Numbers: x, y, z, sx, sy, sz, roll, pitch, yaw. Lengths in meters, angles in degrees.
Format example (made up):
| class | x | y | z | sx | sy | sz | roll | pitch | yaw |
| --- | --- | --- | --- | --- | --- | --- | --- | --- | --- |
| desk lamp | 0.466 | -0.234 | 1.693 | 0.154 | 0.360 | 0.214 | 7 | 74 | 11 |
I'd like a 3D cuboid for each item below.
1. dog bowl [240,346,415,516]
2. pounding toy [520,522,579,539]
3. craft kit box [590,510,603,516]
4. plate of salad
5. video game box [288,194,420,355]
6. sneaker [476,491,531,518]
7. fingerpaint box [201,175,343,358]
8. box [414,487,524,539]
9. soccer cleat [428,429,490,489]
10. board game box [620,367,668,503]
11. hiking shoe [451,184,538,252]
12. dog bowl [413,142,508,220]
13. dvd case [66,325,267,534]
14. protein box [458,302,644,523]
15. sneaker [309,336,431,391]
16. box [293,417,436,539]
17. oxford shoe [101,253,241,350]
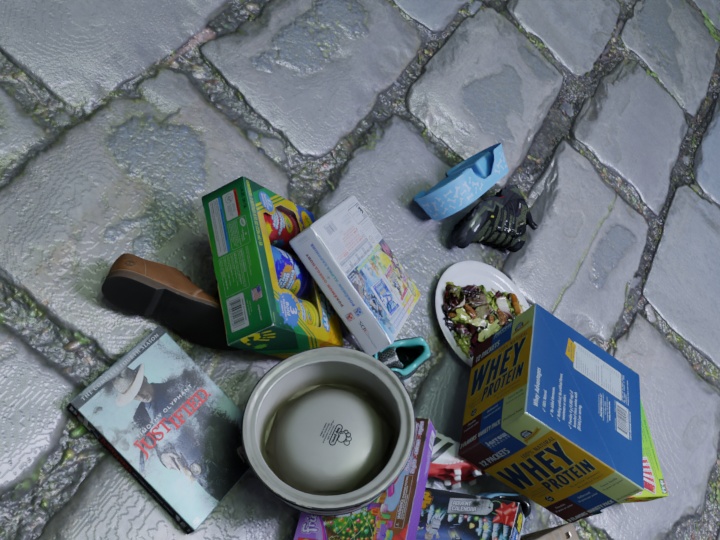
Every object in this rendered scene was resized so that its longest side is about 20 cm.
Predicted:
| class | x | y | z | sx | sy | sz | roll | pitch | yaw |
| --- | --- | --- | --- | --- | --- | --- | --- | --- | --- |
| dog bowl | -0.036 | 0.193 | 0.922 | 0.199 | 0.074 | 0.201 | 0 | 54 | 0 |
| pounding toy | 0.240 | 0.418 | 0.966 | 0.142 | 0.200 | 0.185 | -8 | 70 | -36 |
| craft kit box | 0.327 | 0.239 | 1.227 | 0.200 | 0.048 | 0.198 | 45 | 47 | -4 |
| plate of salad | 0.205 | 0.071 | 1.237 | 0.199 | 0.048 | 0.201 | 15 | 58 | -26 |
| video game box | 0.000 | 0.000 | 1.078 | 0.183 | 0.047 | 0.200 | 54 | 22 | -4 |
| sneaker | 0.139 | 0.325 | 1.023 | 0.199 | 0.090 | 0.079 | -11 | 71 | -34 |
| fingerpaint box | -0.109 | 0.003 | 1.007 | 0.167 | 0.073 | 0.201 | 26 | 45 | -58 |
| box | 0.080 | 0.326 | 0.927 | 0.137 | 0.199 | 0.040 | -64 | 143 | -39 |
| soccer cleat | 0.099 | 0.244 | 1.061 | 0.199 | 0.069 | 0.086 | 9 | 52 | -29 |
| board game box | 0.392 | 0.249 | 1.205 | 0.101 | 0.048 | 0.201 | 7 | 61 | -31 |
| hiking shoe | 0.233 | -0.073 | 1.316 | 0.200 | 0.076 | 0.101 | -33 | 82 | -41 |
| dog bowl | 0.172 | -0.145 | 1.300 | 0.200 | 0.111 | 0.050 | -40 | 102 | -41 |
| dvd case | -0.217 | 0.181 | 0.917 | 0.200 | 0.022 | 0.146 | 47 | 49 | -2 |
| protein box | 0.263 | 0.194 | 1.076 | 0.200 | 0.135 | 0.199 | 33 | 42 | -13 |
| sneaker | 0.012 | 0.128 | 1.050 | 0.199 | 0.091 | 0.078 | -17 | 74 | -38 |
| box | 0.005 | 0.269 | 0.945 | 0.039 | 0.136 | 0.201 | 65 | 32 | -46 |
| oxford shoe | -0.213 | 0.034 | 0.974 | 0.200 | 0.071 | 0.071 | 31 | 33 | -22 |
